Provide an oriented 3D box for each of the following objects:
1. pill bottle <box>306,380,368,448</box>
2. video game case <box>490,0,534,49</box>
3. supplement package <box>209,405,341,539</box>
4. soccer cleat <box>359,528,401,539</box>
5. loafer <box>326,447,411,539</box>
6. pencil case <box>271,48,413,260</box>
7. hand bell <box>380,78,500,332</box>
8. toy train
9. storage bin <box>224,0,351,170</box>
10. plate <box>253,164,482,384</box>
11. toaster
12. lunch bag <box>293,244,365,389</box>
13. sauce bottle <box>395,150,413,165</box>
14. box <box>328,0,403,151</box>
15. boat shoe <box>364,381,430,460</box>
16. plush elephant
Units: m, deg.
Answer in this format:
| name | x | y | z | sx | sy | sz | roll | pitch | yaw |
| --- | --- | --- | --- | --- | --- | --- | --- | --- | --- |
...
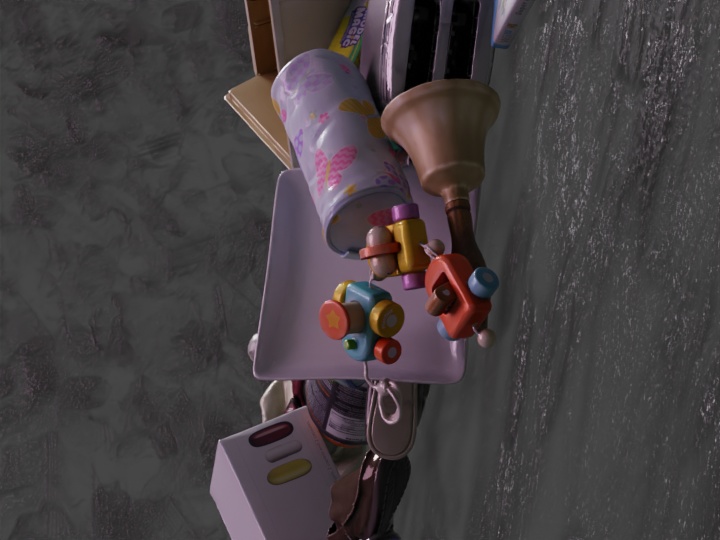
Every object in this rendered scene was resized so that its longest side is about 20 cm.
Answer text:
| name | x | y | z | sx | sy | sz | roll | pitch | yaw |
| --- | --- | --- | --- | --- | --- | --- | --- | --- | --- |
| pill bottle | -0.002 | 0.116 | 1.782 | 0.201 | 0.105 | 0.107 | 106 | 170 | -61 |
| video game case | 0.137 | -0.281 | 1.362 | 0.200 | 0.018 | 0.145 | 116 | 160 | -74 |
| supplement package | -0.075 | 0.282 | 1.872 | 0.201 | 0.110 | 0.156 | 62 | 160 | 22 |
| soccer cleat | 0.008 | 0.327 | 1.689 | 0.201 | 0.067 | 0.074 | 112 | 141 | -50 |
| loafer | -0.002 | 0.236 | 1.702 | 0.073 | 0.070 | 0.201 | -53 | -15 | -39 |
| pencil case | -0.019 | -0.103 | 1.488 | 0.091 | 0.083 | 0.201 | -48 | 43 | 25 |
| hand bell | 0.081 | -0.044 | 1.393 | 0.104 | 0.103 | 0.202 | 108 | 156 | -61 |
| toy train | 0.029 | 0.035 | 1.378 | 0.200 | 0.055 | 0.151 | -53 | 53 | 44 |
| storage bin | -0.082 | -0.241 | 1.737 | 0.199 | 0.093 | 0.202 | 47 | 152 | 48 |
| plate | 0.010 | 0.005 | 1.507 | 0.032 | 0.197 | 0.202 | 42 | -129 | -62 |
| toaster | 0.061 | -0.195 | 1.550 | 0.129 | 0.112 | 0.203 | -156 | 74 | -82 |
| lunch bag | 0.000 | 0.000 | 1.620 | 0.201 | 0.082 | 0.161 | -61 | -21 | -11 |
| sauce bottle | 0.053 | -0.095 | 1.734 | 0.200 | 0.064 | 0.066 | 127 | 151 | -82 |
| box | 0.037 | -0.233 | 1.665 | 0.117 | 0.048 | 0.202 | 39 | -112 | -45 |
| boat shoe | 0.041 | 0.077 | 1.599 | 0.057 | 0.066 | 0.203 | -48 | -31 | -88 |
| plush elephant | -0.056 | 0.168 | 2.053 | 0.200 | 0.164 | 0.156 | -11 | -54 | -66 |
